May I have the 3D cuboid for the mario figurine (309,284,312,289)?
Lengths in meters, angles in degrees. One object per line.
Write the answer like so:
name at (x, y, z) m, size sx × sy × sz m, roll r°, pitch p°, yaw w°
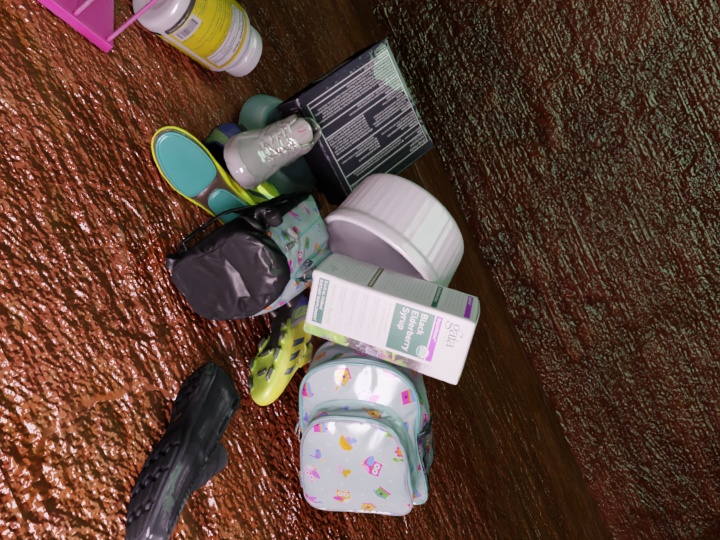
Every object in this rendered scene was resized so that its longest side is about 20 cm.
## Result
mario figurine at (0.014, 0.079, 0.793) m, size 0.122 × 0.105 × 0.203 m, roll -29°, pitch 85°, yaw -48°

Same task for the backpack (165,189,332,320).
backpack at (-0.118, -0.021, 0.689) m, size 0.200 × 0.162 × 0.130 m, roll -46°, pitch 119°, yaw -59°

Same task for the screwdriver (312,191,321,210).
screwdriver at (-0.131, -0.191, 1.024) m, size 0.029 × 0.027 × 0.203 m, roll -50°, pitch 121°, yaw -36°

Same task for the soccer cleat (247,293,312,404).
soccer cleat at (-0.092, 0.105, 0.731) m, size 0.084 × 0.064 × 0.202 m, roll 50°, pitch 24°, yaw -23°

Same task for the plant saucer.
plant saucer at (-0.132, -0.218, 0.978) m, size 0.198 × 0.035 × 0.207 m, roll 28°, pitch 56°, yaw -50°

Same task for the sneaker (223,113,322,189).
sneaker at (-0.119, -0.184, 0.791) m, size 0.079 × 0.097 × 0.201 m, roll 59°, pitch 32°, yaw -16°

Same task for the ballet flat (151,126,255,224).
ballet flat at (-0.207, -0.121, 0.742) m, size 0.200 × 0.066 × 0.067 m, roll 48°, pitch 5°, yaw -44°

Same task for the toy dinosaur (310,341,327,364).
toy dinosaur at (-0.021, 0.105, 0.950) m, size 0.106 × 0.196 × 0.183 m, roll 56°, pitch -17°, yaw 18°

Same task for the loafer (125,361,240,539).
loafer at (-0.156, 0.172, 0.520) m, size 0.070 × 0.067 × 0.203 m, roll 45°, pitch 23°, yaw -20°

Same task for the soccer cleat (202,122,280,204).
soccer cleat at (-0.172, -0.122, 0.839) m, size 0.084 × 0.064 × 0.204 m, roll -44°, pitch 114°, yaw -39°

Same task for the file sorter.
file sorter at (-0.334, -0.394, 0.628) m, size 0.199 × 0.123 × 0.143 m, roll 33°, pitch 37°, yaw -54°

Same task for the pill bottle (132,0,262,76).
pill bottle at (-0.243, -0.386, 0.857) m, size 0.199 × 0.110 × 0.116 m, roll 15°, pitch 52°, yaw -64°

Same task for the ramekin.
ramekin at (0.049, -0.038, 0.768) m, size 0.099 × 0.198 × 0.202 m, roll -52°, pitch 124°, yaw -19°

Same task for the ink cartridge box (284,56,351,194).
ink cartridge box at (-0.050, -0.272, 1.076) m, size 0.199 × 0.196 × 0.048 m, roll 53°, pitch 33°, yaw -26°

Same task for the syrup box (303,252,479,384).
syrup box at (0.039, 0.053, 0.661) m, size 0.081 × 0.194 × 0.081 m, roll -45°, pitch 151°, yaw -66°

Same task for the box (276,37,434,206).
box at (-0.009, -0.250, 0.963) m, size 0.202 × 0.198 × 0.122 m, roll 60°, pitch -17°, yaw -21°

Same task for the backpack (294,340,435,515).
backpack at (0.003, 0.191, 0.689) m, size 0.153 × 0.170 × 0.208 m, roll -39°, pitch 126°, yaw -71°
